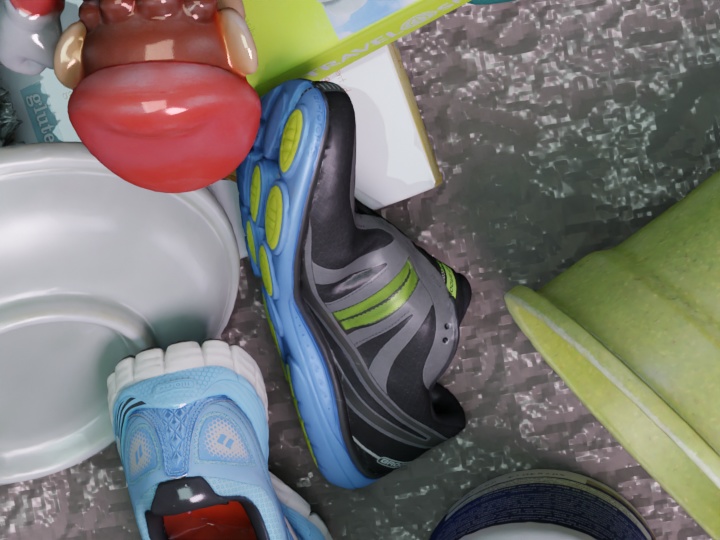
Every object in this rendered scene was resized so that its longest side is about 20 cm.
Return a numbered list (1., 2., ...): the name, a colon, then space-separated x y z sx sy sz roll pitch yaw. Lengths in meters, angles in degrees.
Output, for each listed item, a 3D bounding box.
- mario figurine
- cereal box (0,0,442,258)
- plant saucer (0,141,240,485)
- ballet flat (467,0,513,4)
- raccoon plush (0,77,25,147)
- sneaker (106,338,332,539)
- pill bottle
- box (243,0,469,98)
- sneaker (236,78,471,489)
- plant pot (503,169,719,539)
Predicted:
1. mario figurine: -0.075 -0.129 1.006 0.106 0.123 0.201 -15 107 -33
2. cereal box: -0.081 -0.069 1.134 0.199 0.040 0.145 -20 91 9
3. plant saucer: -0.138 0.034 1.079 0.200 0.200 0.050 -29 53 8
4. ballet flat: 0.130 -0.148 1.091 0.199 0.069 0.063 -3 81 6
5. raccoon plush: -0.217 -0.067 1.097 0.199 0.097 0.135 -19 84 23
6. sneaker: -0.057 0.121 1.092 0.078 0.090 0.200 -13 136 8
7. pill bottle: 0.067 0.147 1.058 0.110 0.200 0.112 1 95 6
8. box: 0.010 -0.158 1.067 0.199 0.048 0.122 -27 83 12
9. sneaker: 0.000 0.000 1.092 0.082 0.071 0.200 -19 129 -6
10. plant pot: 0.189 0.019 1.050 0.184 0.200 0.200 -44 90 -3
